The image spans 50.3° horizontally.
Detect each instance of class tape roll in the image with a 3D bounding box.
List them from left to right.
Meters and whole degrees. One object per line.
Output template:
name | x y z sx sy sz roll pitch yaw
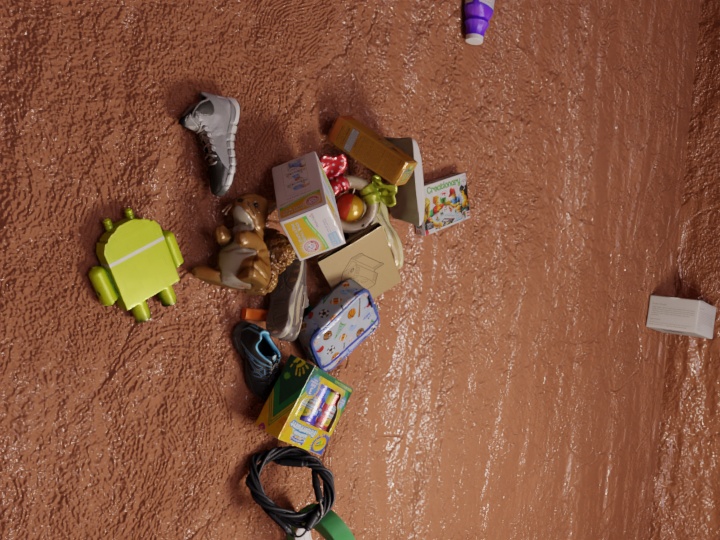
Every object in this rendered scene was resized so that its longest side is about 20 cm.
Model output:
tape roll | -0.080 0.614 1.685 0.048 0.200 0.202 -22 110 -41

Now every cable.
cable | -0.149 0.452 1.630 0.200 0.051 0.163 42 62 10

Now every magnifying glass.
magnifying glass | -0.175 0.102 1.666 0.199 0.022 0.080 10 86 -48

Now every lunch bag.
lunch bag | -0.044 0.126 1.727 0.200 0.075 0.161 -40 138 -21

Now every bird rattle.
bird rattle | -0.022 -0.165 1.697 0.199 0.113 0.164 18 82 -21

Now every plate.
plate | 0.106 -0.214 1.801 0.032 0.200 0.201 -10 103 -16

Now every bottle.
bottle | 0.319 -0.710 2.057 0.083 0.065 0.201 11 86 -45

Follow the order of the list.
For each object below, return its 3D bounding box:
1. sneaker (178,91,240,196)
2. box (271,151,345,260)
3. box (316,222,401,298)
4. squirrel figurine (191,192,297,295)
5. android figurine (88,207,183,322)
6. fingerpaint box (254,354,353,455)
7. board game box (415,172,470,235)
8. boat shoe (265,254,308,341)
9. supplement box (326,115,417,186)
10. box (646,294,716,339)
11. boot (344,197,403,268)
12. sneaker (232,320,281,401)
sneaker | -0.300 -0.248 1.472 0.115 0.075 0.201 13 75 -41
box | -0.108 -0.133 1.561 0.200 0.101 0.113 -104 172 -51
box | 0.000 0.000 1.744 0.163 0.021 0.200 -31 138 -7
squirrel figurine | -0.218 -0.054 1.548 0.200 0.141 0.188 33 60 -57
android figurine | -0.407 -0.012 1.399 0.182 0.041 0.201 -37 119 -37
fingerpaint box | -0.116 0.295 1.658 0.167 0.073 0.200 -62 148 -11
board game box | 0.214 -0.177 2.025 0.200 0.035 0.127 -23 110 -42
boat shoe | -0.151 0.060 1.640 0.073 0.074 0.201 47 48 -50
supplement box | 0.025 -0.266 1.700 0.066 0.200 0.069 -19 140 -61
box | 1.268 0.184 3.030 0.199 0.198 0.131 16 84 -45
boot | 0.015 -0.070 1.800 0.155 0.073 0.201 -33 110 -40
sneaker | -0.201 0.200 1.604 0.073 0.082 0.201 -44 125 -36
